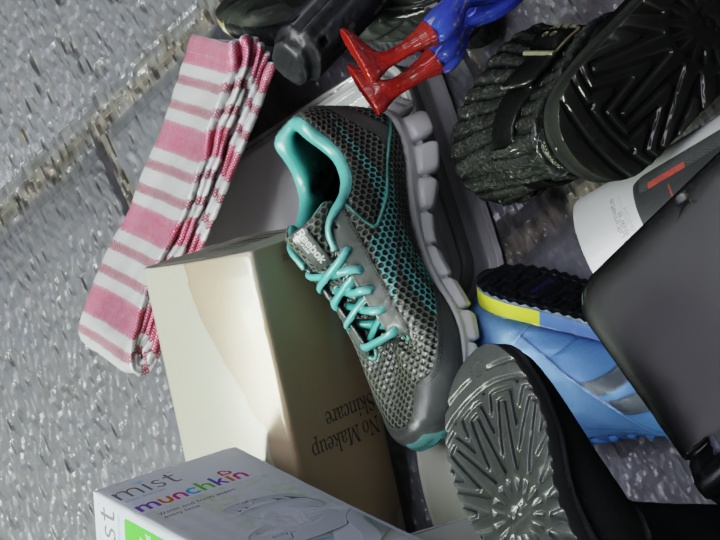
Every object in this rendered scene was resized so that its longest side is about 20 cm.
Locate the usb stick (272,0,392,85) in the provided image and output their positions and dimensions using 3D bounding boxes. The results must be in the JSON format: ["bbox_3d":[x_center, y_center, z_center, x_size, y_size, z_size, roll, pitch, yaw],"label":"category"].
[{"bbox_3d":[0.026,-0.180,1.521,0.033,0.055,0.200,42,74,5],"label":"usb stick"}]

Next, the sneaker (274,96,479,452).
[{"bbox_3d":[0.000,0.000,1.478,0.077,0.091,0.201,-37,57,43],"label":"sneaker"}]

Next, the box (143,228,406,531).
[{"bbox_3d":[-0.043,0.083,1.526,0.077,0.095,0.201,-9,98,34],"label":"box"}]

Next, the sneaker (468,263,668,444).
[{"bbox_3d":[0.139,0.061,1.450,0.199,0.066,0.079,20,116,35],"label":"sneaker"}]

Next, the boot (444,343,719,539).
[{"bbox_3d":[0.143,0.117,1.344,0.066,0.199,0.166,-39,59,38],"label":"boot"}]

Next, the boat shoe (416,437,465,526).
[{"bbox_3d":[0.087,0.146,1.471,0.072,0.060,0.203,112,140,-54],"label":"boat shoe"}]

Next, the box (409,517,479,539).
[{"bbox_3d":[0.038,0.228,1.439,0.082,0.068,0.201,48,137,37],"label":"box"}]

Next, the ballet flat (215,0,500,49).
[{"bbox_3d":[-0.008,-0.144,1.600,0.199,0.057,0.067,4,51,44],"label":"ballet flat"}]

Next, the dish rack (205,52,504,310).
[{"bbox_3d":[-0.022,-0.016,1.594,0.199,0.043,0.173,-31,66,31],"label":"dish rack"}]

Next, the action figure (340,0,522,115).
[{"bbox_3d":[0.070,-0.177,1.494,0.199,0.065,0.099,-29,70,-7],"label":"action figure"}]

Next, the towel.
[{"bbox_3d":[-0.112,-0.042,1.617,0.201,0.030,0.146,-68,17,-2],"label":"towel"}]

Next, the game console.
[{"bbox_3d":[0.238,0.022,1.337,0.200,0.175,0.117,-45,29,22],"label":"game console"}]

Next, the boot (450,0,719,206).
[{"bbox_3d":[0.147,-0.116,1.452,0.080,0.211,0.158,55,165,-7],"label":"boot"}]

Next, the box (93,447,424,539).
[{"bbox_3d":[-0.045,0.213,1.411,0.176,0.096,0.201,21,120,50],"label":"box"}]

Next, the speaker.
[{"bbox_3d":[0.205,-0.047,1.383,0.199,0.081,0.082,-31,65,23],"label":"speaker"}]
